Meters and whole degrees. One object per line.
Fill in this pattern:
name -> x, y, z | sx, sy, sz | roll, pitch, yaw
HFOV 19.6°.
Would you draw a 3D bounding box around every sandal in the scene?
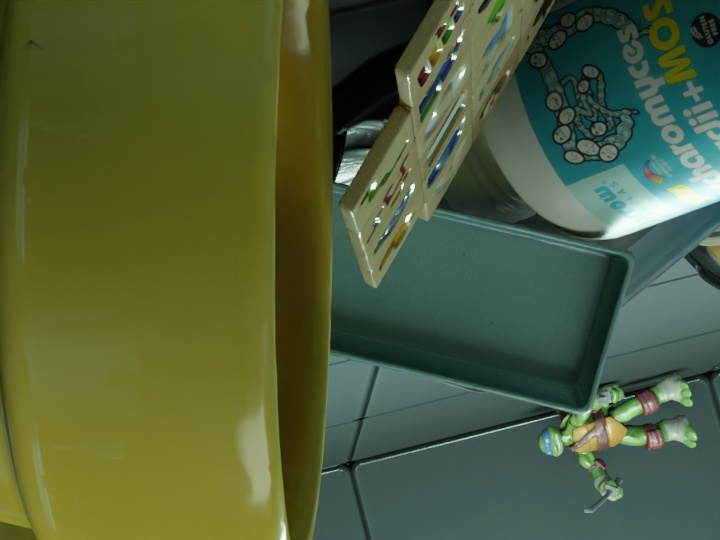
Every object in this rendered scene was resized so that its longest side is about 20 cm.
sandal -> 0.000, -0.048, 0.961 | 0.075, 0.048, 0.200 | -11, 169, -22

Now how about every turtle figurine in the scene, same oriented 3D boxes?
turtle figurine -> 0.333, 0.213, 2.625 | 0.194, 0.144, 0.200 | -17, 174, -10

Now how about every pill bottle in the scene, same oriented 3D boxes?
pill bottle -> 0.119, -0.078, 0.783 | 0.200, 0.111, 0.111 | -22, 168, 35

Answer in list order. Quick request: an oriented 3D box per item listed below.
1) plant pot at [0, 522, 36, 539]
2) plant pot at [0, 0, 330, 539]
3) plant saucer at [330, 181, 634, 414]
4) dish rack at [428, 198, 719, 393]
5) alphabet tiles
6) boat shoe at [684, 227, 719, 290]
plant pot -> -0.207, 0.142, 1.319 | 0.201, 0.189, 0.201 | -13, 171, -2
plant pot -> -0.107, -0.018, 0.574 | 0.189, 0.201, 0.201 | 1, 170, 3
plant saucer -> 0.000, 0.000, 0.802 | 0.200, 0.070, 0.019 | 13, -160, -3
dish rack -> 0.084, -0.031, 0.915 | 0.200, 0.044, 0.172 | -37, -158, -19
alphabet tiles -> 0.040, -0.077, 0.645 | 0.006, 0.166, 0.200 | 29, 173, 8
boat shoe -> 0.162, -0.041, 0.975 | 0.075, 0.062, 0.200 | -30, -157, 4
